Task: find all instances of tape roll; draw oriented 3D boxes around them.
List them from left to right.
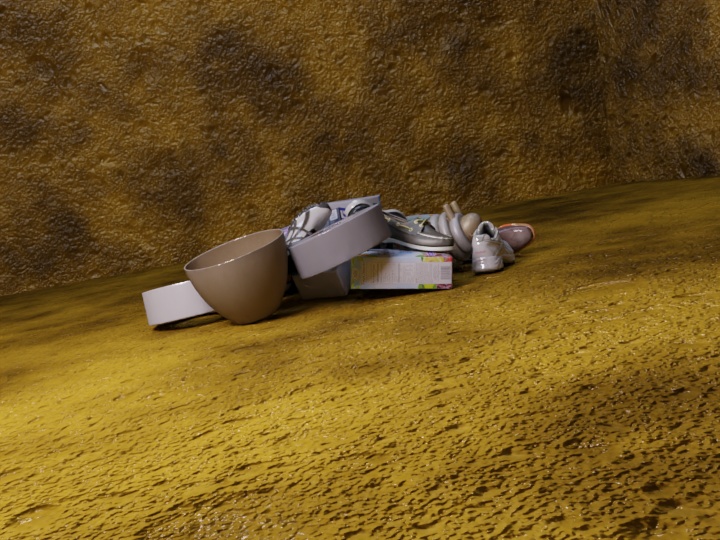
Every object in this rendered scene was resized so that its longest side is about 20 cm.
[{"bbox_3d":[-0.349,0.058,1.565,0.198,0.072,0.202,-14,1,0],"label":"tape roll"},{"bbox_3d":[-0.040,-0.057,1.450,0.197,0.067,0.200,-26,5,2],"label":"tape roll"}]

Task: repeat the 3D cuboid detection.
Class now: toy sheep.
[{"bbox_3d":[0.186,-0.066,1.675,0.198,0.140,0.137,-30,-6,31],"label":"toy sheep"}]

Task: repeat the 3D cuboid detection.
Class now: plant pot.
[{"bbox_3d":[-0.219,0.022,1.433,0.196,0.137,0.201,-17,14,4],"label":"plant pot"}]

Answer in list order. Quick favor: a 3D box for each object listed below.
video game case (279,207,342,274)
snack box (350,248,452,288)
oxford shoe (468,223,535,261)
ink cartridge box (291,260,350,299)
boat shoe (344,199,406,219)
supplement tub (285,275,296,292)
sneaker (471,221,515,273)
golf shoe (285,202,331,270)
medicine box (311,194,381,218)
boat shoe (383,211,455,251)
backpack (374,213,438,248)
[{"bbox_3d":[-0.129,-0.055,1.627,0.196,0.019,0.144,-20,41,8],"label":"video game case"},{"bbox_3d":[0.078,-0.006,1.502,0.195,0.069,0.169,-2,7,0],"label":"snack box"},{"bbox_3d":[0.306,-0.056,1.739,0.197,0.073,0.073,-18,5,26],"label":"oxford shoe"},{"bbox_3d":[-0.055,-0.028,1.645,0.114,0.068,0.201,-6,35,28],"label":"ink cartridge box"},{"bbox_3d":[0.045,-0.097,1.645,0.198,0.061,0.076,9,-50,-46],"label":"boat shoe"},{"bbox_3d":[-0.210,-0.001,1.742,0.121,0.125,0.198,-4,7,38],"label":"supplement tub"},{"bbox_3d":[0.283,-0.058,1.612,0.076,0.102,0.200,-7,7,20],"label":"sneaker"},{"bbox_3d":[-0.120,-0.054,1.565,0.200,0.078,0.094,-43,58,-13],"label":"golf shoe"},{"bbox_3d":[-0.031,-0.102,2.080,0.102,0.186,0.198,-14,8,-41],"label":"medicine box"},{"bbox_3d":[0.107,-0.078,1.519,0.199,0.062,0.071,14,10,42],"label":"boat shoe"},{"bbox_3d":[0.114,-0.065,1.811,0.196,0.130,0.166,-8,2,-21],"label":"backpack"}]
